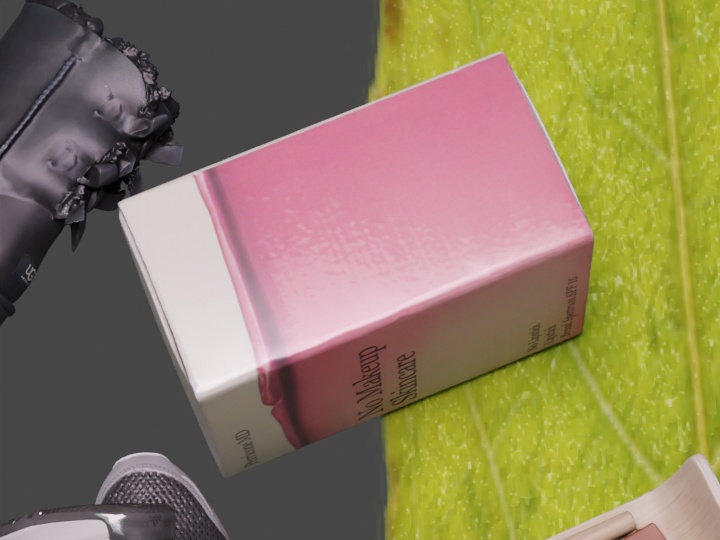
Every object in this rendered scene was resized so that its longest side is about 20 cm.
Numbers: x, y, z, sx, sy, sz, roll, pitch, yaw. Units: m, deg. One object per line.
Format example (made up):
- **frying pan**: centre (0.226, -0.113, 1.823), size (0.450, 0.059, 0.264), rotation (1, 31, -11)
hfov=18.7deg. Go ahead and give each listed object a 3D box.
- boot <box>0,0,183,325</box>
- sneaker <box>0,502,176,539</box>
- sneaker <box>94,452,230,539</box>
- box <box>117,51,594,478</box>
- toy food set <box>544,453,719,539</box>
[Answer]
- **boot**: centre (-0.204, -0.077, 1.124), size (0.198, 0.073, 0.163), rotation (36, 75, 10)
- **sneaker**: centre (-0.148, 0.178, 0.980), size (0.200, 0.075, 0.116), rotation (-26, 70, 35)
- **sneaker**: centre (-0.091, 0.176, 1.007), size (0.078, 0.077, 0.201), rotation (-9, 65, 1)
- **box**: centre (0.000, 0.000, 1.049), size (0.199, 0.128, 0.109), rotation (-22, 68, -6)
- **toy food set**: centre (0.098, 0.187, 1.001), size (0.199, 0.060, 0.144), rotation (-23, 68, -7)
